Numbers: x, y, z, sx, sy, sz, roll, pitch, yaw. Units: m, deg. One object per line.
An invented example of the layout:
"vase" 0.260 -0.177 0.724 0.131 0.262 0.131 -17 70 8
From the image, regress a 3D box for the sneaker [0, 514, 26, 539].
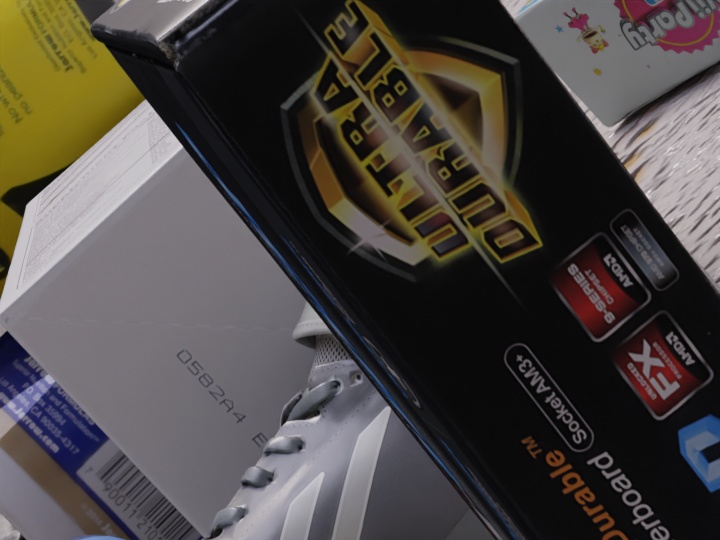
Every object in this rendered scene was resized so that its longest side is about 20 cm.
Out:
"sneaker" -0.159 0.133 1.117 0.079 0.075 0.200 -28 18 46

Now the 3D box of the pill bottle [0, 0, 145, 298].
"pill bottle" -0.129 -0.053 0.995 0.200 0.114 0.114 -36 12 22

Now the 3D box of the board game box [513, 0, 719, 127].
"board game box" 0.166 -0.161 1.097 0.147 0.064 0.200 -30 18 51

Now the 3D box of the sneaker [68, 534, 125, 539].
"sneaker" -0.071 0.137 0.794 0.082 0.074 0.200 -37 20 23

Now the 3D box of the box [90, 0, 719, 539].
"box" 0.036 0.024 0.474 0.046 0.200 0.159 -38 11 -3

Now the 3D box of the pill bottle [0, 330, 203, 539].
"pill bottle" -0.052 0.026 1.027 0.200 0.116 0.116 -44 11 -10

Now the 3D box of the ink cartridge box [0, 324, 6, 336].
"ink cartridge box" -0.221 0.064 1.503 0.200 0.116 0.067 -39 12 19

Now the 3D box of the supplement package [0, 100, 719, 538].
"supplement package" 0.000 0.000 0.832 0.151 0.152 0.200 -42 10 3

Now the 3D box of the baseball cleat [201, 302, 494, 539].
"baseball cleat" -0.011 0.058 0.711 0.199 0.107 0.070 -27 -10 -3
